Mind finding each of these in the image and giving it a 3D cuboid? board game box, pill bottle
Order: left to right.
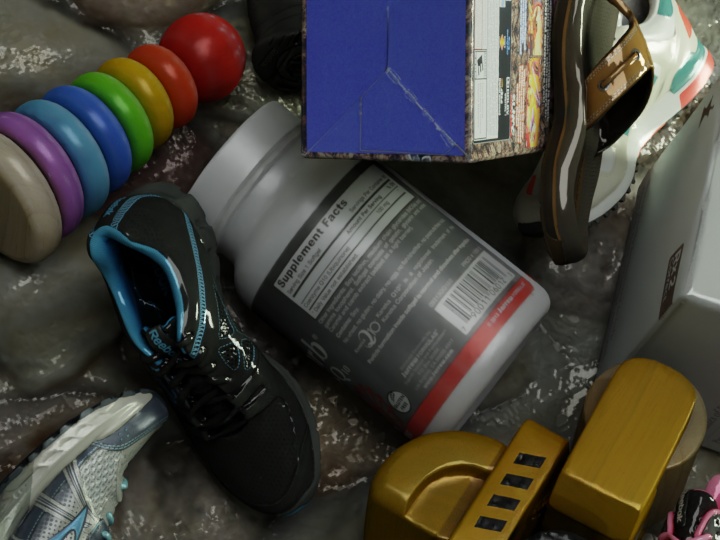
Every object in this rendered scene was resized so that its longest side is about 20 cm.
[{"bbox_3d":[0.000,0.000,1.391,0.200,0.116,0.116,38,61,6],"label":"pill bottle"},{"bbox_3d":[0.046,-0.145,1.352,0.096,0.200,0.161,2,95,19],"label":"board game box"}]

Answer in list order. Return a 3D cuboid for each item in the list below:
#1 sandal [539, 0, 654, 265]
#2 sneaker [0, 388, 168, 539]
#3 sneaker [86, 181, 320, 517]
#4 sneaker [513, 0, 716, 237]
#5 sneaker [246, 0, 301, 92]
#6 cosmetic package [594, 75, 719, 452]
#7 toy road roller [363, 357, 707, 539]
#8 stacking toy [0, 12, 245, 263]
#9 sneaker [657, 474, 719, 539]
[{"bbox_3d":[0.141,-0.101,1.399,0.054,0.082,0.202,3,74,19],"label":"sandal"},{"bbox_3d":[-0.167,0.148,1.308,0.086,0.078,0.200,46,69,-3],"label":"sneaker"},{"bbox_3d":[-0.092,0.052,1.336,0.201,0.073,0.082,60,21,-2],"label":"sneaker"},{"bbox_3d":[0.140,-0.106,1.485,0.200,0.070,0.094,-48,119,-32],"label":"sneaker"},{"bbox_3d":[0.022,-0.170,1.509,0.198,0.076,0.091,-4,57,-20],"label":"sneaker"},{"bbox_3d":[0.264,0.012,1.426,0.199,0.165,0.166,20,60,-5],"label":"cosmetic package"},{"bbox_3d":[0.090,0.128,1.351,0.145,0.123,0.200,28,61,12],"label":"toy road roller"},{"bbox_3d":[-0.144,-0.091,1.422,0.085,0.085,0.200,44,58,9],"label":"stacking toy"},{"bbox_3d":[0.177,0.172,1.332,0.200,0.079,0.096,-30,115,-52],"label":"sneaker"}]
